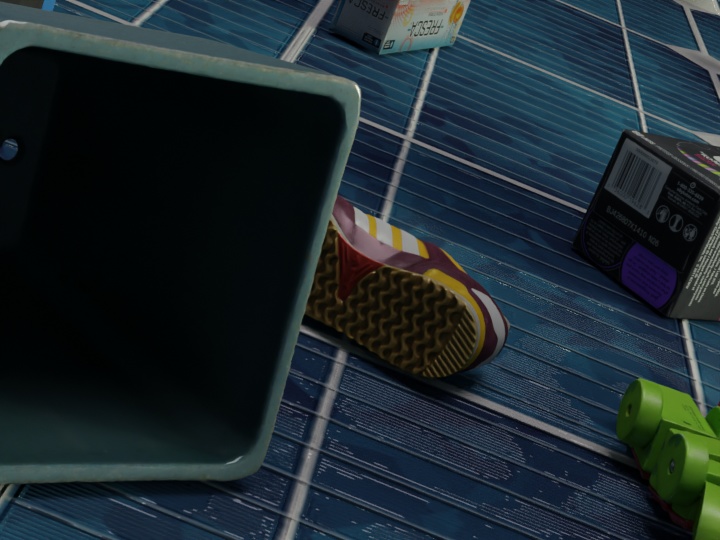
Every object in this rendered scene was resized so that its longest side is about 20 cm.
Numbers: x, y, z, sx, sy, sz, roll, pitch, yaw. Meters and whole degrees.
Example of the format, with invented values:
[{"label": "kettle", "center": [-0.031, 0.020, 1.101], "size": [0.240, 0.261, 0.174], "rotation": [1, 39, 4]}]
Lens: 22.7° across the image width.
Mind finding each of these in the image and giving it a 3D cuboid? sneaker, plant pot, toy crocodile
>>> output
[{"label": "sneaker", "center": [0.000, 0.000, 1.096], "size": [0.199, 0.075, 0.090], "rotation": [37, 15, 19]}, {"label": "plant pot", "center": [-0.152, -0.033, 0.837], "size": [0.195, 0.198, 0.200], "rotation": [5, 18, -40]}, {"label": "toy crocodile", "center": [0.188, 0.113, 1.020], "size": [0.067, 0.062, 0.200], "rotation": [17, 15, -12]}]

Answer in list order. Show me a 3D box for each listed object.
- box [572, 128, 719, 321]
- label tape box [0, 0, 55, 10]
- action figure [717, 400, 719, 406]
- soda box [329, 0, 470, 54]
[{"label": "box", "center": [0.289, -0.031, 1.428], "size": [0.199, 0.107, 0.122], "rotation": [5, 26, -42]}, {"label": "label tape box", "center": [-0.263, -0.231, 1.290], "size": [0.066, 0.144, 0.199], "rotation": [33, 22, 31]}, {"label": "action figure", "center": [0.322, 0.080, 1.194], "size": [0.199, 0.100, 0.065], "rotation": [7, 23, -32]}, {"label": "soda box", "center": [0.045, -0.269, 1.845], "size": [0.063, 0.069, 0.200], "rotation": [29, 19, 19]}]
